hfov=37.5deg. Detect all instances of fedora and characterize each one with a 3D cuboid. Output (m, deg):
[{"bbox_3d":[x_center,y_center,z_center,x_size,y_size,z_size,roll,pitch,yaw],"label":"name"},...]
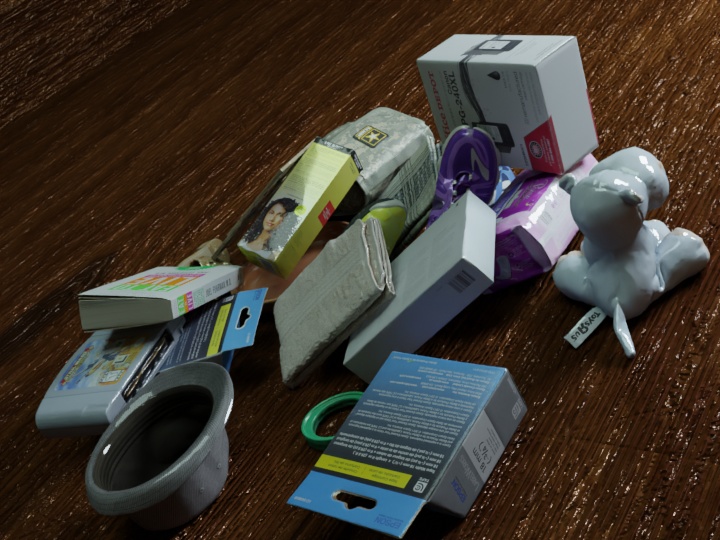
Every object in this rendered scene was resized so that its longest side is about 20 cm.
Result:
[{"bbox_3d":[-0.201,0.202,1.146,0.176,0.091,0.200,-10,35,31],"label":"fedora"}]

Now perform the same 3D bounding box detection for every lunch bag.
[{"bbox_3d":[0.000,-0.165,1.614,0.164,0.118,0.200,-40,19,-29],"label":"lunch bag"}]

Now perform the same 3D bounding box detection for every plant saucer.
[{"bbox_3d":[-0.087,-0.001,1.493,0.199,0.038,0.200,-21,26,11],"label":"plant saucer"}]

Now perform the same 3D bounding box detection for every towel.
[{"bbox_3d":[-0.037,0.036,1.257,0.200,0.034,0.133,-46,35,28],"label":"towel"},{"bbox_3d":[0.062,-0.094,1.451,0.200,0.034,0.193,-46,17,24],"label":"towel"}]

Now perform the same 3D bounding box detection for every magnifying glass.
[{"bbox_3d":[0.027,0.154,1.125,0.199,0.022,0.080,-13,28,27],"label":"magnifying glass"}]

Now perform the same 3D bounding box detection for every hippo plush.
[{"bbox_3d":[0.258,-0.041,1.126,0.200,0.161,0.159,-40,30,-30],"label":"hippo plush"}]

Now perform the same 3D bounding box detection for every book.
[{"bbox_3d":[-0.253,0.031,1.376,0.133,0.048,0.200,-2,11,19],"label":"book"}]

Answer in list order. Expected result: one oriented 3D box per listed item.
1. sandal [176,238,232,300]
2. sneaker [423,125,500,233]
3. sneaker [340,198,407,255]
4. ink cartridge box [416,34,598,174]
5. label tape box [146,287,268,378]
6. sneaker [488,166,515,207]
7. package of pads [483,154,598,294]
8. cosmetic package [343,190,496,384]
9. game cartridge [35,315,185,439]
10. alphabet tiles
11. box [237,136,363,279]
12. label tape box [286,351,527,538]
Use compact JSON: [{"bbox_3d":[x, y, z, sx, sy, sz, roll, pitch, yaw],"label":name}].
[{"bbox_3d":[-0.215,0.000,1.559,0.069,0.078,0.212,-22,20,18],"label":"sandal"},{"bbox_3d":[0.120,-0.075,1.294,0.080,0.201,0.083,13,14,6],"label":"sneaker"},{"bbox_3d":[0.000,0.000,1.343,0.200,0.075,0.076,-54,39,7],"label":"sneaker"},{"bbox_3d":[0.178,-0.208,1.304,0.083,0.146,0.199,-38,32,-29],"label":"ink cartridge box"},{"bbox_3d":[-0.209,0.105,1.369,0.199,0.066,0.144,-16,28,12],"label":"label tape box"},{"bbox_3d":[0.164,-0.111,1.436,0.074,0.083,0.200,-14,26,24],"label":"sneaker"},{"bbox_3d":[0.212,-0.064,1.289,0.120,0.076,0.200,-26,16,46],"label":"package of pads"},{"bbox_3d":[0.069,0.020,1.205,0.200,0.052,0.151,-43,19,29],"label":"cosmetic package"},{"bbox_3d":[-0.312,0.126,1.313,0.132,0.042,0.200,-5,34,25],"label":"game cartridge"},{"bbox_3d":[-0.143,-0.100,1.533,0.200,0.008,0.167,-48,4,28],"label":"alphabet tiles"},{"bbox_3d":[-0.081,-0.089,1.468,0.075,0.050,0.201,22,68,31],"label":"box"},{"bbox_3d":[0.046,0.175,1.002,0.144,0.063,0.200,5,46,42],"label":"label tape box"}]
